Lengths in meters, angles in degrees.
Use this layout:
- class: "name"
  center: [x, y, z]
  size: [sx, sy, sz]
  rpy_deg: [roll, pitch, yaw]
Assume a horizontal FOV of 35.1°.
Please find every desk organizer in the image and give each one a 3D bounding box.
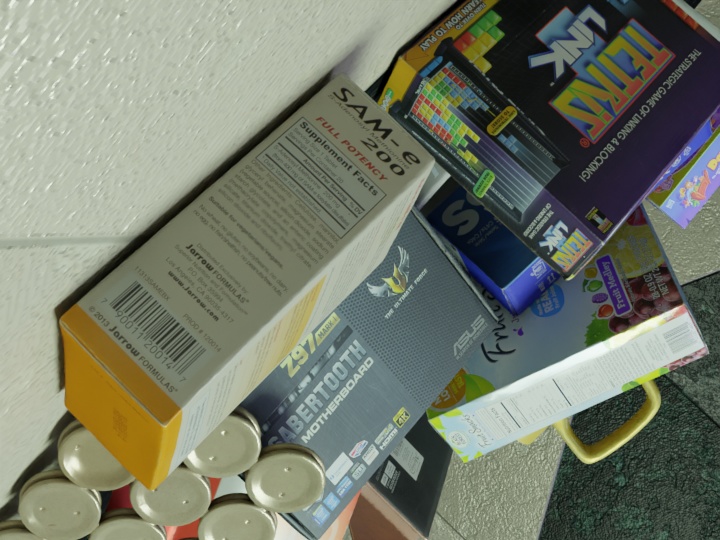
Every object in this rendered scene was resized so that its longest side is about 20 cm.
- class: "desk organizer"
  center: [0.029, 0.141, 0.952]
  size: [0.077, 0.072, 0.201]
  rpy_deg: [-35, -162, 35]

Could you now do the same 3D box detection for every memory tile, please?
- class: "memory tile"
  center: [-0.129, 0.149, 0.699]
  size: [0.200, 0.152, 0.017]
  rpy_deg: [-47, -154, 23]

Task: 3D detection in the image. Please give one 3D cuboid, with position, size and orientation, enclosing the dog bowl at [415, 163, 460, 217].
- class: "dog bowl"
  center: [0.040, -0.069, 0.876]
  size: [0.200, 0.059, 0.200]
  rpy_deg: [-48, 173, -8]

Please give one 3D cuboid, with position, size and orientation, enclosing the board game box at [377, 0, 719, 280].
- class: "board game box"
  center: [0.134, -0.118, 0.733]
  size: [0.200, 0.165, 0.057]
  rpy_deg: [-45, 172, -31]

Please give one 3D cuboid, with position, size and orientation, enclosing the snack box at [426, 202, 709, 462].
- class: "snack box"
  center: [0.136, 0.027, 0.859]
  size: [0.198, 0.068, 0.170]
  rpy_deg: [-28, -140, 16]

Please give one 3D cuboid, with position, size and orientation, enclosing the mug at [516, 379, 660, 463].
- class: "mug"
  center: [0.167, 0.054, 0.992]
  size: [0.153, 0.186, 0.150]
  rpy_deg: [-40, -145, 10]

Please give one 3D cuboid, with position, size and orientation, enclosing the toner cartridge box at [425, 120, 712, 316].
- class: "toner cartridge box"
  center: [0.152, -0.069, 0.835]
  size: [0.200, 0.095, 0.043]
  rpy_deg: [-43, 143, -4]

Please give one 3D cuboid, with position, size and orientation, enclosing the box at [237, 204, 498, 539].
- class: "box"
  center: [-0.020, 0.049, 0.740]
  size: [0.200, 0.158, 0.051]
  rpy_deg: [-48, -151, -14]

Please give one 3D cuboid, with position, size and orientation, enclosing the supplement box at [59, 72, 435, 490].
- class: "supplement box"
  center: [-0.061, 0.007, 0.597]
  size: [0.200, 0.073, 0.126]
  rpy_deg: [-45, 172, -26]

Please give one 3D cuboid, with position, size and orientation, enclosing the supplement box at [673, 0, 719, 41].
- class: "supplement box"
  center: [0.209, -0.146, 0.983]
  size: [0.201, 0.103, 0.101]
  rpy_deg: [-52, 171, 11]

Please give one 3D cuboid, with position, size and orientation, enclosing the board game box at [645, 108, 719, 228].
- class: "board game box"
  center: [0.272, -0.146, 1.060]
  size: [0.045, 0.200, 0.135]
  rpy_deg: [30, 102, -38]

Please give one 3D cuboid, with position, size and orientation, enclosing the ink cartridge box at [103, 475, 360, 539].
- class: "ink cartridge box"
  center: [-0.069, 0.130, 0.780]
  size: [0.199, 0.050, 0.164]
  rpy_deg: [14, 100, -51]
